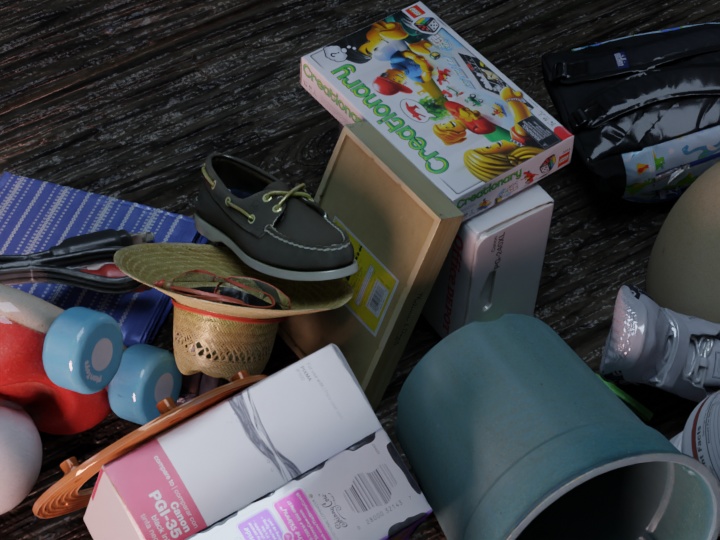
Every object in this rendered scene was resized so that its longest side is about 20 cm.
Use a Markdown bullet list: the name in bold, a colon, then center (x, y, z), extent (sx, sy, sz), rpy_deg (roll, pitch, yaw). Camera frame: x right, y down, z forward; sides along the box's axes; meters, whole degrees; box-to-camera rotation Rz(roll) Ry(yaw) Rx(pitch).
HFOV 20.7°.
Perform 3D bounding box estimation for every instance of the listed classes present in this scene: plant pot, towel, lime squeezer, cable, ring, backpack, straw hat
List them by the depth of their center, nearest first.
- **plant pot**: center (0.129, 0.148, 1.445), extent (0.198, 0.202, 0.196), rpy_deg (-19, 43, -16)
- **ring**: center (-0.154, 0.125, 1.452), extent (0.199, 0.201, 0.019), rpy_deg (-28, 79, -22)
- **straw hat**: center (-0.104, 0.043, 1.506), extent (0.199, 0.086, 0.201), rpy_deg (9, 11, -2)
- **lime squeezer**: center (0.137, 0.082, 1.592), extent (0.198, 0.038, 0.071), rpy_deg (3, 49, 1)
- **cable**: center (-0.250, 0.007, 1.609), extent (0.198, 0.051, 0.097), rpy_deg (-13, 34, -14)
- **plant pot**: center (0.341, -0.027, 1.626), extent (0.198, 0.135, 0.202), rpy_deg (0, 48, 0)
- **towel**: center (-0.244, -0.007, 1.680), extent (0.198, 0.024, 0.146), rpy_deg (14, 53, 14)
- **backpack**: center (0.280, -0.141, 1.733), extent (0.199, 0.154, 0.164), rpy_deg (-25, 45, 6)

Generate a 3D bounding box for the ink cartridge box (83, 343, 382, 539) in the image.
- **ink cartridge box**: center (-0.093, 0.151, 1.447), extent (0.199, 0.147, 0.083), rpy_deg (-27, 76, -22)

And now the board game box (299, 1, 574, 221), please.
- **board game box**: center (0.059, -0.128, 1.581), extent (0.126, 0.035, 0.200), rpy_deg (-28, 55, -26)

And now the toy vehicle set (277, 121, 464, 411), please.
- **toy vehicle set**: center (0.000, 0.000, 1.558), extent (0.026, 0.201, 0.124), rpy_deg (-11, 46, -42)

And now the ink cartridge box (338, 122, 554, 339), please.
- **ink cartridge box**: center (0.065, -0.052, 1.635), extent (0.083, 0.146, 0.200), rpy_deg (-23, 53, -24)

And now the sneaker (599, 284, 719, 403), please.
- **sneaker**: center (0.249, 0.062, 1.519), extent (0.114, 0.200, 0.076), rpy_deg (13, 87, 12)

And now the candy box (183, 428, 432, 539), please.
- **candy box**: center (-0.065, 0.210, 1.384), extent (0.199, 0.168, 0.072), rpy_deg (-28, 76, -23)

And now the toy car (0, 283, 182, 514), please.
- **toy car**: center (-0.270, 0.121, 1.505), extent (0.183, 0.177, 0.202), rpy_deg (15, 78, 29)

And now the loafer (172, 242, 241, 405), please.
- **loafer**: center (-0.123, 0.033, 1.613), extent (0.062, 0.072, 0.201), rpy_deg (5, 52, 10)

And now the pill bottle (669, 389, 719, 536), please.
- **pill bottle**: center (0.306, 0.126, 1.438), extent (0.111, 0.200, 0.113), rpy_deg (11, 63, -23)

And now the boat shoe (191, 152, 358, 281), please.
- **boat shoe**: center (-0.070, -0.042, 1.553), extent (0.072, 0.061, 0.201), rpy_deg (-10, 22, -33)
